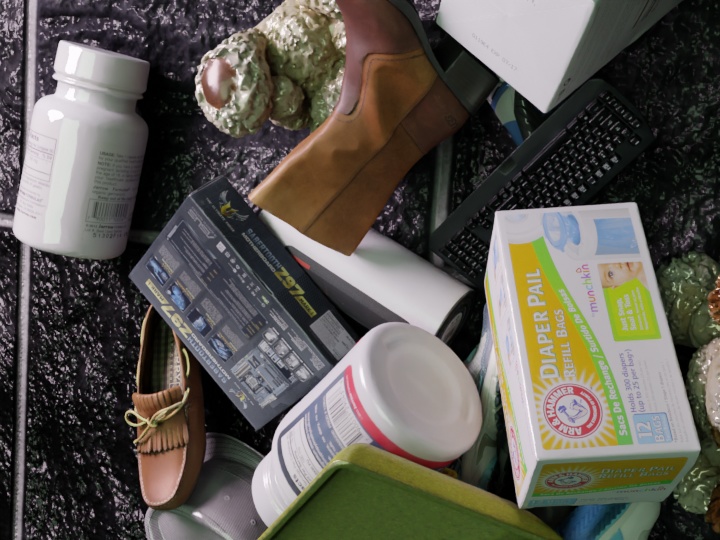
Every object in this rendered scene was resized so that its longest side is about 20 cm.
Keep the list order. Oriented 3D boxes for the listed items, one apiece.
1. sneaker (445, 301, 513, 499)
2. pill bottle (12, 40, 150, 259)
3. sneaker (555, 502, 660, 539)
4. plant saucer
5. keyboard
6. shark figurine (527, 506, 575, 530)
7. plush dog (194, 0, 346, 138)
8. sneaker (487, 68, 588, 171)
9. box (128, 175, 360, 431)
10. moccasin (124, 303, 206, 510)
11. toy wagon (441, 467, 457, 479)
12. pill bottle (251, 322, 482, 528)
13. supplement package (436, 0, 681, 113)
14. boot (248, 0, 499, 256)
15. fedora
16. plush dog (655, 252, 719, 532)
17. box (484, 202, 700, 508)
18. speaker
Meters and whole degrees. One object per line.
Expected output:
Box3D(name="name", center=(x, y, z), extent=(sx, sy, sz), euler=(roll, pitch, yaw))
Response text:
Box3D(name="sneaker", center=(0.091, 0.117, 0.788), extent=(0.086, 0.078, 0.201), euler=(13, 100, 27))
Box3D(name="pill bottle", center=(-0.276, -0.121, 0.918), extent=(0.114, 0.114, 0.201), euler=(19, 102, 23))
Box3D(name="sneaker", center=(0.175, 0.248, 0.685), extent=(0.081, 0.077, 0.200), euler=(38, 70, -3))
Box3D(name="plant saucer", center=(0.024, 0.208, 0.698), extent=(0.199, 0.048, 0.200), euler=(24, 130, -17))
Box3D(name="keyboard", center=(0.153, -0.051, 0.731), extent=(0.104, 0.040, 0.200), euler=(34, 121, -18))
Box3D(name="shark figurine", center=(0.184, 0.255, 0.751), extent=(0.128, 0.089, 0.215), euler=(-46, 74, 23))
Box3D(name="plush dog", center=(-0.020, -0.157, 0.796), extent=(0.200, 0.160, 0.172), euler=(-38, 96, 5))
Box3D(name="sneaker", center=(0.130, -0.168, 0.757), extent=(0.077, 0.075, 0.201), euler=(-9, 101, 63))
Box3D(name="box", center=(-0.111, 0.035, 0.840), extent=(0.200, 0.051, 0.158), euler=(50, 136, 2))
Box3D(name="moccasin", center=(-0.189, 0.128, 0.884), extent=(0.073, 0.078, 0.202), euler=(-4, 70, 22))
Box3D(name="toy wagon", center=(0.062, 0.260, 0.798), extent=(0.155, 0.040, 0.201), euler=(12, 120, 33))
Box3D(name="pill bottle", center=(-0.004, 0.145, 0.756), extent=(0.120, 0.119, 0.200), euler=(53, 128, 12))
Box3D(name="supplement package", center=(0.167, -0.228, 0.646), extent=(0.114, 0.110, 0.200), euler=(43, 65, 15))
Box3D(name="boot", center=(-0.021, -0.130, 0.716), extent=(0.200, 0.188, 0.069), euler=(-47, 32, 17))
Box3D(name="fedora", center=(-0.145, 0.267, 0.902), extent=(0.200, 0.090, 0.177), euler=(44, 110, 16))
Box3D(name="plush dog", center=(0.283, 0.086, 0.631), extent=(0.160, 0.172, 0.201), euler=(-4, 92, 26))
Box3D(name="box", center=(0.160, 0.062, 0.669), extent=(0.112, 0.102, 0.201), euler=(-4, 58, 0))
Box3D(name="speaker", center=(0.000, 0.000, 0.819), extent=(0.200, 0.081, 0.081), euler=(33, 107, 19))
